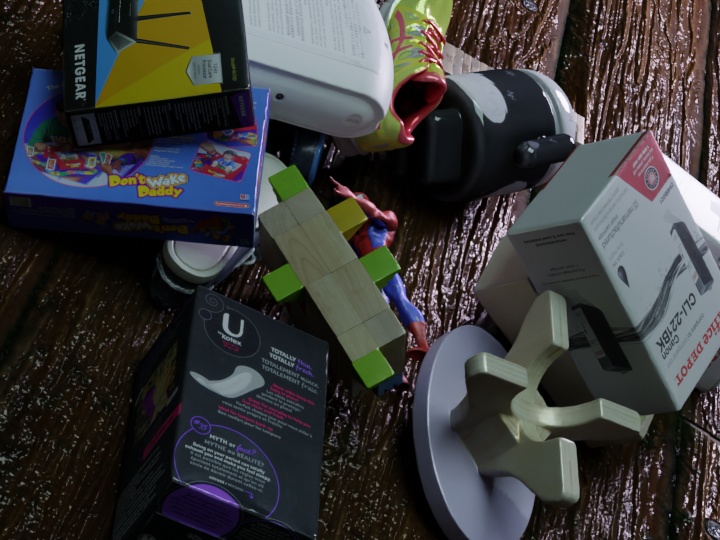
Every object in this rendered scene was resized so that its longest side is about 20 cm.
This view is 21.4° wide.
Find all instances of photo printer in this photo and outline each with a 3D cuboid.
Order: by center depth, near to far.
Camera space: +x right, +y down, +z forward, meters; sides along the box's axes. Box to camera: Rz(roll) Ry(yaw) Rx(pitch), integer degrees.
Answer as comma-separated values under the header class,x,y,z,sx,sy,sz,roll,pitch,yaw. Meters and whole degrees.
class,x,y,z,sx,sy,sz,roll,pitch,yaw
photo printer,-0.064,-0.205,1.686,0.199,0.070,0.167,14,46,-23

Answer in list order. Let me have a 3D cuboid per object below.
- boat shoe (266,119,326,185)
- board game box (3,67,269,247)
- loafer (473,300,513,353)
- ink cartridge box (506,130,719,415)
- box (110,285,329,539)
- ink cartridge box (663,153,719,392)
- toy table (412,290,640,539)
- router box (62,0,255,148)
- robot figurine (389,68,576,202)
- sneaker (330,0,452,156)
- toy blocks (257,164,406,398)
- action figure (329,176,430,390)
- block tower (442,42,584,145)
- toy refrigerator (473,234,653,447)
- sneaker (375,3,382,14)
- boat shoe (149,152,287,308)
class,x,y,z,sx,sy,sz,roll,pitch,yaw
boat shoe,-0.070,-0.138,1.765,0.068,0.085,0.200,15,24,-12
board game box,-0.178,-0.093,1.550,0.199,0.045,0.135,5,53,0
loafer,0.136,0.056,1.740,0.200,0.071,0.073,-44,116,-44
ink cartridge box,0.229,0.006,1.632,0.144,0.083,0.201,-48,118,-41
box,-0.102,0.131,1.413,0.122,0.106,0.201,25,39,-19
ink cartridge box,0.312,0.000,1.869,0.200,0.146,0.084,38,35,-1
toy table,0.128,0.123,1.566,0.183,0.117,0.201,10,61,-41
router box,-0.168,-0.197,1.558,0.148,0.051,0.201,-7,53,-2
robot figurine,0.119,-0.131,1.859,0.199,0.125,0.151,-12,60,-41
sneaker,0.051,-0.187,1.771,0.078,0.090,0.201,45,61,-44
toy blocks,-0.023,0.032,1.568,0.100,0.137,0.200,-28,67,-13
action figure,0.000,0.000,1.669,0.099,0.065,0.201,24,38,-36
block tower,0.135,-0.171,1.976,0.199,0.058,0.054,26,38,-13
toy refrigerator,0.191,0.059,1.691,0.200,0.070,0.076,52,47,-23
sneaker,-0.074,-0.244,1.806,0.199,0.076,0.088,2,22,-14
boat shoe,-0.116,-0.033,1.613,0.075,0.062,0.200,37,39,-5
